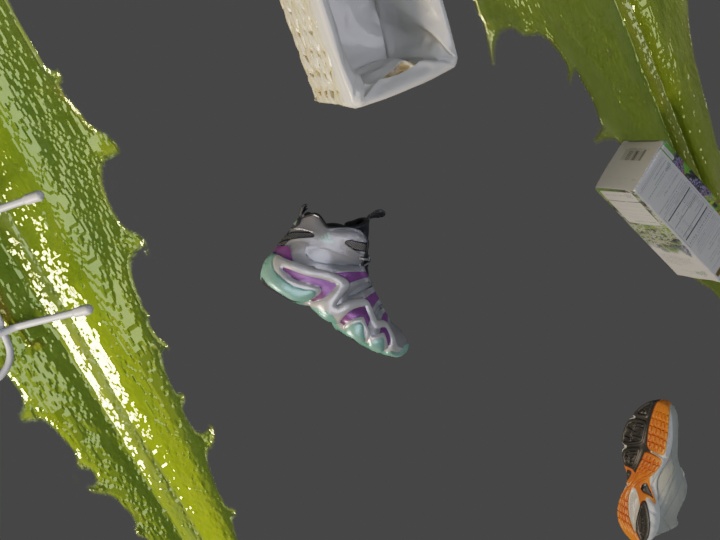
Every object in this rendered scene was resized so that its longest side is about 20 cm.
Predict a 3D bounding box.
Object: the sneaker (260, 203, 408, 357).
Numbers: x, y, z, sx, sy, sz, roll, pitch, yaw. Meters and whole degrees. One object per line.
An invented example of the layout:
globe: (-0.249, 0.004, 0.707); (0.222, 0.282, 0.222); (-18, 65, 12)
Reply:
sneaker: (0.000, 0.000, 0.995); (0.198, 0.077, 0.142); (33, 85, -25)

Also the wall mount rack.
wall mount rack: (-0.360, 0.013, 0.838); (0.171, 0.074, 0.203); (-25, 108, -19)

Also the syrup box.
syrup box: (0.409, -0.077, 1.164); (0.199, 0.078, 0.082); (38, 82, -24)

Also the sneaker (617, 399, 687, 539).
sneaker: (0.414, 0.272, 1.229); (0.090, 0.075, 0.204); (-3, 107, -31)

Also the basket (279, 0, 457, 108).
basket: (-0.004, -0.285, 0.926); (0.134, 0.123, 0.203); (-25, 108, -19)
